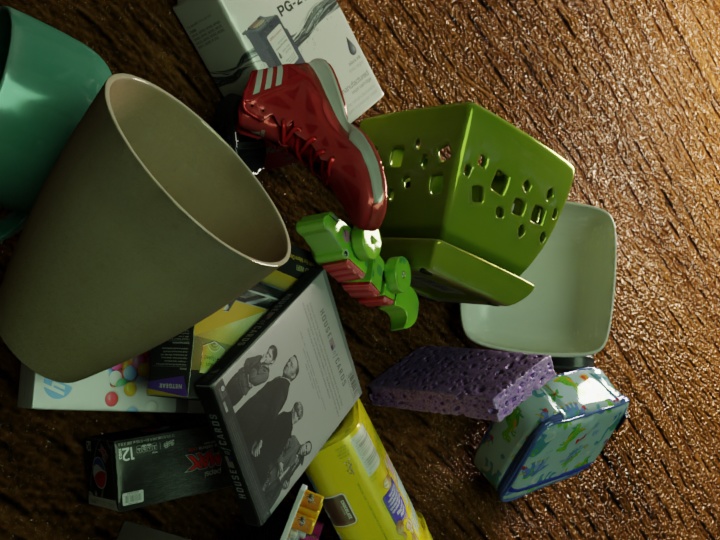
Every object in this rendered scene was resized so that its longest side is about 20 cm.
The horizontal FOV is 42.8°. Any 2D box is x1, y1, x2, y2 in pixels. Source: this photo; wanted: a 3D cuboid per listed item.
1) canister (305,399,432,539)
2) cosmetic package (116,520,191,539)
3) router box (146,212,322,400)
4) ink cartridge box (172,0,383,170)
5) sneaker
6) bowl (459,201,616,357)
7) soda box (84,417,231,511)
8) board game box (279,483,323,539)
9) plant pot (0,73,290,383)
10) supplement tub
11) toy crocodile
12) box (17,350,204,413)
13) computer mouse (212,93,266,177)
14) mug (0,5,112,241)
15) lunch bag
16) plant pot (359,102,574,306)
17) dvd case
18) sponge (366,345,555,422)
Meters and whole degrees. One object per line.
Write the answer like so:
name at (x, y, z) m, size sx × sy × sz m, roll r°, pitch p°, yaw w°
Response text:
canister at (0.005, 0.244, 0.992) m, size 0.085 × 0.149 × 0.203 m, roll -25°, pitch 103°, yaw 3°
cosmetic package at (-0.158, 0.296, 0.807) m, size 0.084 × 0.198 × 0.109 m, roll 35°, pitch 64°, yaw -30°
router box at (-0.110, 0.047, 0.870) m, size 0.199 × 0.051 × 0.161 m, roll 19°, pitch 72°, yaw -58°
ink cartridge box at (-0.085, -0.236, 0.991) m, size 0.145 × 0.084 × 0.202 m, roll -43°, pitch 114°, yaw -34°
sneaker at (-0.057, -0.115, 0.882) m, size 0.113 × 0.079 × 0.202 m, roll -11°, pitch 57°, yaw -26°
bowl at (0.227, 0.013, 1.201) m, size 0.195 × 0.075 × 0.204 m, roll 6°, pitch 79°, yaw 5°
soda box at (-0.163, 0.181, 0.897) m, size 0.197 × 0.070 × 0.065 m, roll -2°, pitch 86°, yaw -41°
board game box at (-0.081, 0.325, 0.893) m, size 0.025 × 0.201 × 0.203 m, roll 19°, pitch 68°, yaw 6°
plant pot at (-0.187, -0.011, 0.713) m, size 0.200 × 0.188 × 0.187 m, roll -42°, pitch 122°, yaw 14°
supplement tub at (0.296, 0.040, 1.281) m, size 0.106 × 0.106 × 0.205 m, roll 17°, pitch 76°, yaw -38°
toy crocodile at (0.000, 0.000, 0.946) m, size 0.200 × 0.066 × 0.063 m, roll 44°, pitch 47°, yaw -51°
box at (-0.208, 0.050, 0.851) m, size 0.197 × 0.041 × 0.160 m, roll 9°, pitch 80°, yaw -39°
computer mouse at (-0.120, -0.080, 0.951) m, size 0.058 × 0.033 × 0.205 m, roll -12°, pitch 95°, yaw -62°
mug at (-0.285, -0.118, 0.783) m, size 0.113 × 0.184 × 0.155 m, roll 20°, pitch 47°, yaw -38°
lunch bag at (0.251, 0.215, 1.203) m, size 0.197 × 0.083 × 0.163 m, roll -6°, pitch 133°, yaw -40°
plant pot at (0.105, -0.066, 1.073) m, size 0.198 × 0.197 × 0.185 m, roll 23°, pitch 78°, yaw -37°
dvd case at (-0.068, 0.113, 0.864) m, size 0.200 × 0.024 × 0.153 m, roll -47°, pitch 129°, yaw -49°
sponge at (0.112, 0.126, 1.056) m, size 0.111 × 0.198 × 0.030 m, roll -30°, pitch 109°, yaw -39°
